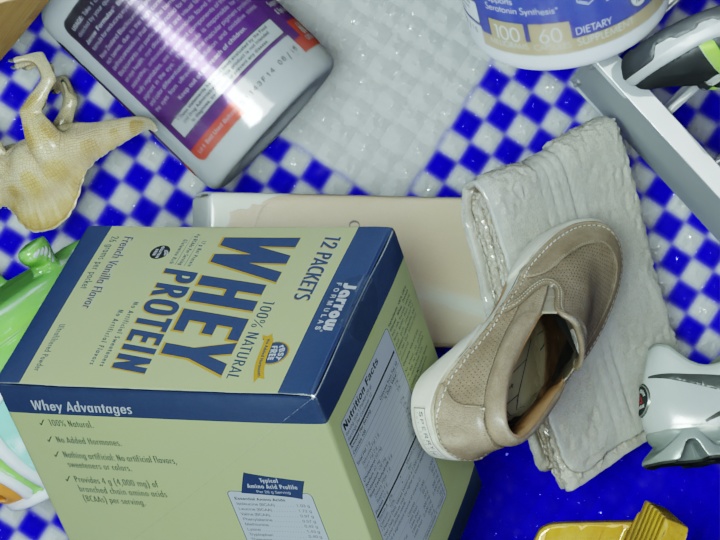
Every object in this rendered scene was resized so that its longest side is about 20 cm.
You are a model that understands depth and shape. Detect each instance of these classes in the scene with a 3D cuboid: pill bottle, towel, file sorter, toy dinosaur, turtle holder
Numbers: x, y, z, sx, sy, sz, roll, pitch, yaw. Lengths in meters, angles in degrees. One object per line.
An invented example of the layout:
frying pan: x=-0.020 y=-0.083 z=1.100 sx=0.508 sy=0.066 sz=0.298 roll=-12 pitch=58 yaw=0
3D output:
pill bottle: x=0.099 y=-0.223 z=1.445 sx=0.119 sy=0.120 sz=0.201 roll=-16 pitch=126 yaw=1
towel: x=0.131 y=0.019 z=1.570 sx=0.132 sy=0.034 sz=0.201 roll=-28 pitch=109 yaw=-41
file sorter: x=0.241 y=-0.088 z=1.571 sx=0.124 sy=0.139 sz=0.200 roll=-43 pitch=89 yaw=-2
pill bottle: x=-0.122 y=-0.155 z=1.590 sx=0.200 sy=0.111 sz=0.111 roll=44 pitch=91 yaw=0
toy dinosaur: x=-0.188 y=-0.077 z=1.600 sx=0.199 sy=0.058 sz=0.102 roll=-26 pitch=67 yaw=30
turtle holder: x=-0.201 y=0.060 z=1.584 sx=0.141 sy=0.185 sz=0.132 roll=-27 pitch=100 yaw=34

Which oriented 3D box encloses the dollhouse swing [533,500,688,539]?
dollhouse swing: x=0.073 y=0.197 z=1.542 sx=0.175 sy=0.200 sz=0.183 roll=22 pitch=90 yaw=2

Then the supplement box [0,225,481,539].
supplement box: x=-0.063 y=0.093 z=1.470 sx=0.199 sy=0.135 sz=0.200 roll=1 pitch=131 yaw=24

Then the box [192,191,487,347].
box: x=0.000 y=0.000 z=1.585 sx=0.199 sy=0.078 sz=0.096 roll=0 pitch=91 yaw=-11

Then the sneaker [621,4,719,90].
sneaker: x=0.248 y=-0.114 z=1.470 sx=0.199 sy=0.072 sz=0.083 roll=-12 pitch=88 yaw=-4

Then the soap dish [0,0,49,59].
soap dish: x=-0.256 y=-0.197 z=1.550 sx=0.081 sy=0.200 sz=0.158 roll=-30 pitch=90 yaw=-25

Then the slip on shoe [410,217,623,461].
slip on shoe: x=0.104 y=0.037 z=1.474 sx=0.060 sy=0.200 sz=0.076 roll=-4 pitch=116 yaw=41

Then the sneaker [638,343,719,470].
sneaker: x=0.264 y=0.071 z=1.590 sx=0.199 sy=0.074 sz=0.089 roll=0 pitch=78 yaw=-18
